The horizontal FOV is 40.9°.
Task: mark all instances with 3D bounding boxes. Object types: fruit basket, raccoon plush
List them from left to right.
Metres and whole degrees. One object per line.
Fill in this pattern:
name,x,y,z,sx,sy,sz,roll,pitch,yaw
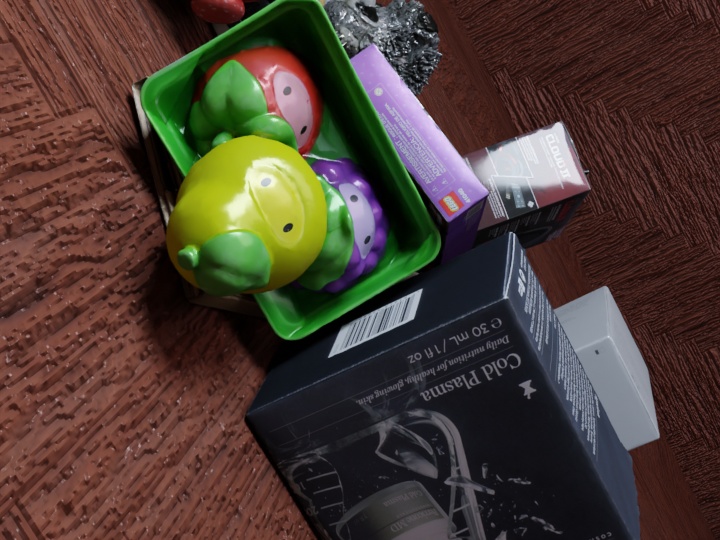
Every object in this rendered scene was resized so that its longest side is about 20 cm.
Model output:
fruit basket,-0.050,-0.056,0.627,0.218,0.154,0.216,60,1,-1
raccoon plush,0.010,-0.190,0.976,0.133,0.096,0.203,-25,115,-40

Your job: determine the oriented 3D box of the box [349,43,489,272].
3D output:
box,0.036,-0.072,0.755,0.138,0.039,0.200,54,-7,13

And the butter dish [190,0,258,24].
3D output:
butter dish,-0.110,-0.275,0.785,0.199,0.197,0.151,27,64,-62

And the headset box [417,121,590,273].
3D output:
headset box,0.123,-0.060,0.931,0.149,0.197,0.076,92,-22,-75

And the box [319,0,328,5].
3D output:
box,-0.005,-0.229,1.118,0.159,0.048,0.202,-87,159,-54

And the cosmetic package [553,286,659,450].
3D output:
cosmetic package,0.208,0.133,1.063,0.124,0.197,0.200,61,19,-7

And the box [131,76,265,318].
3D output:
box,-0.091,-0.043,0.734,0.199,0.021,0.166,21,47,-65

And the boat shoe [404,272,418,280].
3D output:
boat shoe,0.000,0.000,0.837,0.200,0.056,0.068,39,66,-46

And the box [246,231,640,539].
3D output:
box,0.061,0.115,0.672,0.198,0.198,0.124,59,20,-14

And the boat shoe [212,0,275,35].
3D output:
boat shoe,-0.084,-0.248,0.959,0.076,0.060,0.200,59,18,-12
